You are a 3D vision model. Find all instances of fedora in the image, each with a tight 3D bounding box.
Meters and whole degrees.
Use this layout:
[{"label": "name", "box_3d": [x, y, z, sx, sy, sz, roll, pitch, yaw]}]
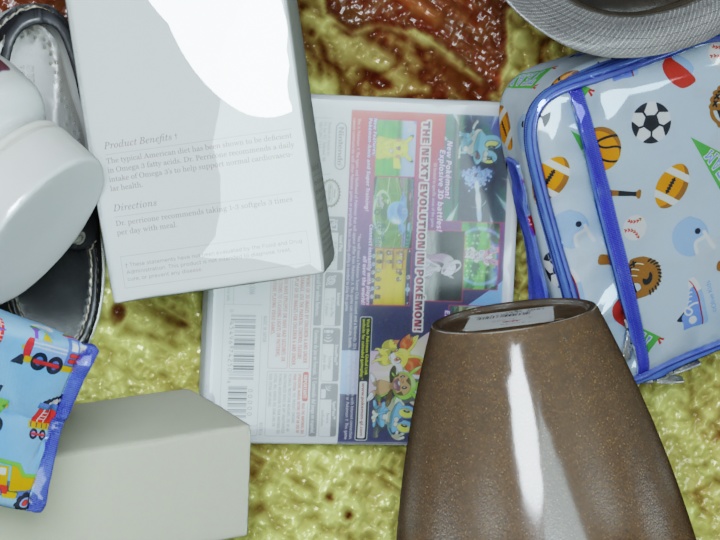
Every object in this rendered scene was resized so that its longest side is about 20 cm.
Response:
[{"label": "fedora", "box_3d": [0.142, -0.194, 1.485, 0.200, 0.090, 0.177, -32, 82, -17]}]

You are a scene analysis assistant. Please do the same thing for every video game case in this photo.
[{"label": "video game case", "box_3d": [0.000, 0.000, 1.513, 0.182, 0.023, 0.200, 2, 94, -15]}]

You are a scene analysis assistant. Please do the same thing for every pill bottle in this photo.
[{"label": "pill bottle", "box_3d": [-0.236, -0.079, 1.355, 0.200, 0.114, 0.114, 39, 84, 15]}]

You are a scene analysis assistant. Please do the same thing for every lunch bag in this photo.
[{"label": "lunch bag", "box_3d": [-0.253, 0.039, 1.339, 0.150, 0.200, 0.094, 19, 92, -36]}, {"label": "lunch bag", "box_3d": [0.164, -0.034, 1.516, 0.160, 0.076, 0.200, -20, 108, -14]}]

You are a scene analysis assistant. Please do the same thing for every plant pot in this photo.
[{"label": "plant pot", "box_3d": [0.096, 0.122, 1.463, 0.187, 0.187, 0.200, -10, 98, -14]}]

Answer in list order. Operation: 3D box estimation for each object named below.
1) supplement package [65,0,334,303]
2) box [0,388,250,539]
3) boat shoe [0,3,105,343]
[{"label": "supplement package", "box_3d": [-0.086, -0.093, 1.415, 0.117, 0.117, 0.200, -8, 94, 3]}, {"label": "box", "box_3d": [-0.163, 0.116, 1.420, 0.200, 0.082, 0.069, -6, 107, -30]}, {"label": "boat shoe", "box_3d": [-0.172, -0.045, 1.442, 0.074, 0.060, 0.200, -1, 95, -15]}]
